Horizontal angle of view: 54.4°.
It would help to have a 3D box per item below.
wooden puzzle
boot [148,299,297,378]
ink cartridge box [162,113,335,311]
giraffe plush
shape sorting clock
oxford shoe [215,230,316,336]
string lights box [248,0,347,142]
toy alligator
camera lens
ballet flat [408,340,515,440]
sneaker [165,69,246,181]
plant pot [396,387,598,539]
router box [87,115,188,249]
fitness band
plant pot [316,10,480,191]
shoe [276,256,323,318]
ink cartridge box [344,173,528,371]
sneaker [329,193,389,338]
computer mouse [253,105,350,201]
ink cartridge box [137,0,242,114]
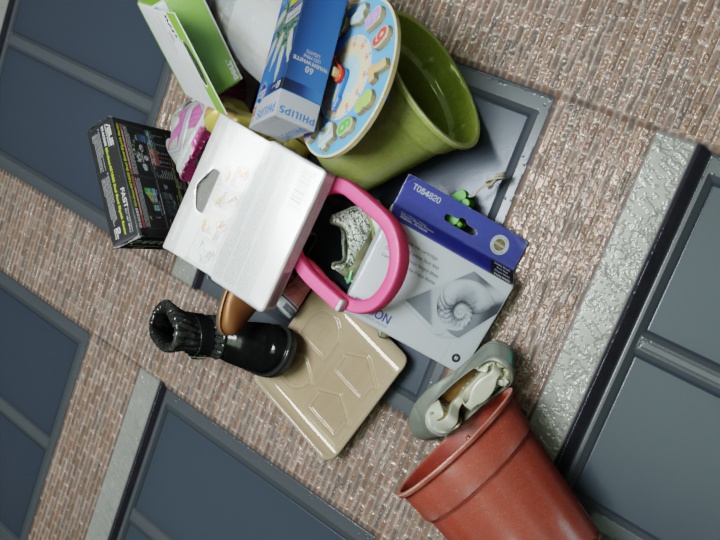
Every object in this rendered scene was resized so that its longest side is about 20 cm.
[{"bbox_3d":[-0.045,0.148,1.062,0.185,0.046,0.202,42,103,20],"label":"wooden puzzle"},{"bbox_3d":[-0.210,0.102,1.049,0.207,0.156,0.082,-2,69,43],"label":"boot"},{"bbox_3d":[-0.150,-0.078,0.939,0.173,0.045,0.204,30,100,15],"label":"ink cartridge box"},{"bbox_3d":[-0.152,-0.157,1.073,0.194,0.173,0.166,14,109,-9],"label":"giraffe plush"},{"bbox_3d":[-0.018,-0.237,0.860,0.199,0.038,0.206,-29,54,51],"label":"shape sorting clock"},{"bbox_3d":[-0.134,0.011,0.999,0.070,0.072,0.203,26,76,30],"label":"oxford shoe"},{"bbox_3d":[-0.075,-0.273,0.878,0.102,0.058,0.206,2,77,63],"label":"string lights box"},{"bbox_3d":[0.118,-0.071,0.970,0.196,0.059,0.056,-23,80,24],"label":"toy alligator"},{"bbox_3d":[-0.121,-0.360,1.034,0.200,0.159,0.162,42,107,20],"label":"camera lens"},{"bbox_3d":[0.130,0.173,0.938,0.067,0.064,0.201,37,115,-10],"label":"ballet flat"},{"bbox_3d":[-0.262,-0.252,1.148,0.088,0.081,0.202,40,104,20],"label":"sneaker"},{"bbox_3d":[0.179,0.291,0.877,0.201,0.200,0.196,-44,81,19],"label":"plant pot"},{"bbox_3d":[-0.354,-0.137,1.155,0.061,0.149,0.206,-19,81,24],"label":"router box"},{"bbox_3d":[-0.021,-0.035,0.921,0.199,0.037,0.146,41,109,29],"label":"fitness band"},{"bbox_3d":[0.034,-0.207,0.956,0.182,0.198,0.205,-32,76,34],"label":"plant pot"},{"bbox_3d":[-0.144,-0.011,1.101,0.198,0.072,0.091,34,78,37],"label":"shoe"},{"bbox_3d":[0.101,0.008,0.941,0.196,0.041,0.204,27,103,-6],"label":"ink cartridge box"},{"bbox_3d":[0.000,0.000,0.993,0.086,0.077,0.206,-13,97,-18],"label":"sneaker"},{"bbox_3d":[-0.076,-0.160,0.975,0.034,0.199,0.060,-33,33,27],"label":"computer mouse"},{"bbox_3d":[-0.223,-0.313,0.976,0.075,0.150,0.199,-34,35,-14],"label":"ink cartridge box"}]
